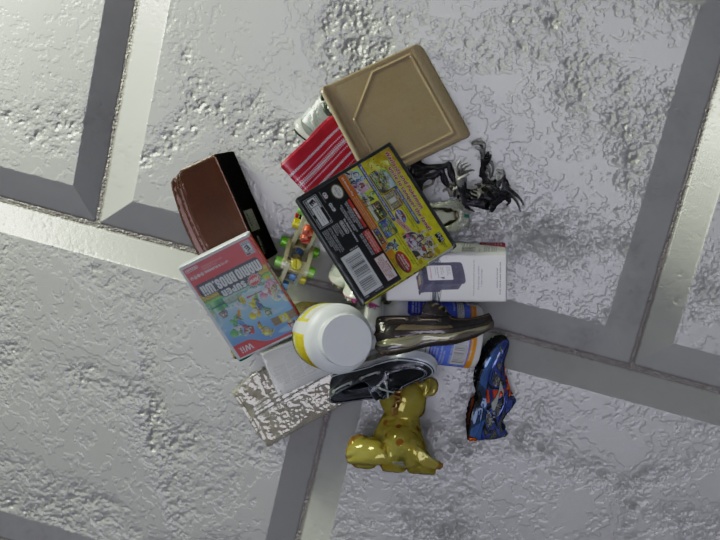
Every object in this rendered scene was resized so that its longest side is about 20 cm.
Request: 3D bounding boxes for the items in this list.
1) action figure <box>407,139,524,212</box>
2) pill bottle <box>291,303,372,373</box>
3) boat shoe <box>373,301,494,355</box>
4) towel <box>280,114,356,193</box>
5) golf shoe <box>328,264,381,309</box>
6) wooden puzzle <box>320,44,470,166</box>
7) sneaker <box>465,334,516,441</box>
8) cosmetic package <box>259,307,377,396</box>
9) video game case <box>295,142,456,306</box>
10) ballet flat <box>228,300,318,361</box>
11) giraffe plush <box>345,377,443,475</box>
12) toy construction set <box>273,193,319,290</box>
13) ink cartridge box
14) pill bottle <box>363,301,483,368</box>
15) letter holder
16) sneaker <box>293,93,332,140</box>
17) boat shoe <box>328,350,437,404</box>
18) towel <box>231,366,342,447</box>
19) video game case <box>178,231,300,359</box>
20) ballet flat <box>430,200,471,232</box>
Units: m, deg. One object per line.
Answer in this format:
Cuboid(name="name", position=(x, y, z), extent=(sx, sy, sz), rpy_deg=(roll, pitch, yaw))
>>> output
Cuboid(name="action figure", position=(0.178, -0.155, 1.556), extent=(0.199, 0.119, 0.103), rpy_deg=(12, 122, 14))
Cuboid(name="pill bottle", position=(-0.044, 0.109, 1.518), extent=(0.111, 0.200, 0.113), rpy_deg=(0, 89, -13))
Cuboid(name="boat shoe", position=(0.117, 0.085, 1.505), extent=(0.199, 0.075, 0.074), rpy_deg=(-9, 79, -10))
Cuboid(name="towel", position=(-0.020, -0.145, 1.525), extent=(0.200, 0.022, 0.145), rpy_deg=(46, 61, -4))
Cuboid(name="golf shoe", position=(0.000, 0.000, 1.572), extent=(0.075, 0.200, 0.092), rpy_deg=(13, 99, -19))
Cuboid(name="wooden puzzle", position=(0.057, -0.261, 1.553), extent=(0.199, 0.037, 0.186), rpy_deg=(-25, 80, -12))
Cuboid(name="sneaker", position=(0.236, 0.207, 1.636), extent=(0.078, 0.075, 0.201), rpy_deg=(8, 108, -2))
Cuboid(name="cosmetic package", position=(-0.070, 0.142, 1.643), extent=(0.199, 0.051, 0.083), rpy_deg=(-22, 93, -9))
Cuboid(name="video game case", position=(0.025, -0.074, 1.479), extent=(0.180, 0.026, 0.201), rpy_deg=(-32, 86, -10))
Cuboid(name="ballet flat", position=(-0.155, 0.092, 1.673), extent=(0.199, 0.071, 0.071), rpy_deg=(-30, 94, 12))
Cuboid(name="giraffe plush", position=(0.065, 0.263, 1.629), extent=(0.172, 0.200, 0.163), rpy_deg=(8, 73, -8))
Cuboid(name="toy construction set", position=(-0.087, -0.055, 1.591), extent=(0.092, 0.132, 0.200), rpy_deg=(29, 141, -19))
Cuboid(name="ink cartridge box", position=(0.145, 0.000, 1.570), extent=(0.199, 0.145, 0.085), rpy_deg=(1, 98, 8))
Cuboid(name="pill bottle", position=(0.104, 0.101, 1.595), extent=(0.199, 0.112, 0.113), rpy_deg=(7, 100, -3))
Cuboid(name="letter holder", position=(-0.259, -0.088, 1.640), extent=(0.142, 0.101, 0.201), rpy_deg=(-22, 95, 13))
Cuboid(name="sneaker", position=(-0.009, -0.231, 1.594), extent=(0.200, 0.075, 0.116), rpy_deg=(36, 100, 2))
Cuboid(name="boat shoe", position=(0.034, 0.185, 1.563), extent=(0.199, 0.068, 0.072), rpy_deg=(-12, 133, 25))
Cuboid(name="towel", position=(-0.124, 0.223, 1.704), extent=(0.199, 0.034, 0.133), rpy_deg=(-30, 95, 10))
Cuboid(name="video game case", position=(-0.201, 0.046, 1.606), extent=(0.142, 0.017, 0.201), rpy_deg=(-25, 110, 15))
Cuboid(name="ballet flat", position=(0.090, -0.088, 1.606), extent=(0.199, 0.072, 0.072), rpy_deg=(-9, 98, 10))
